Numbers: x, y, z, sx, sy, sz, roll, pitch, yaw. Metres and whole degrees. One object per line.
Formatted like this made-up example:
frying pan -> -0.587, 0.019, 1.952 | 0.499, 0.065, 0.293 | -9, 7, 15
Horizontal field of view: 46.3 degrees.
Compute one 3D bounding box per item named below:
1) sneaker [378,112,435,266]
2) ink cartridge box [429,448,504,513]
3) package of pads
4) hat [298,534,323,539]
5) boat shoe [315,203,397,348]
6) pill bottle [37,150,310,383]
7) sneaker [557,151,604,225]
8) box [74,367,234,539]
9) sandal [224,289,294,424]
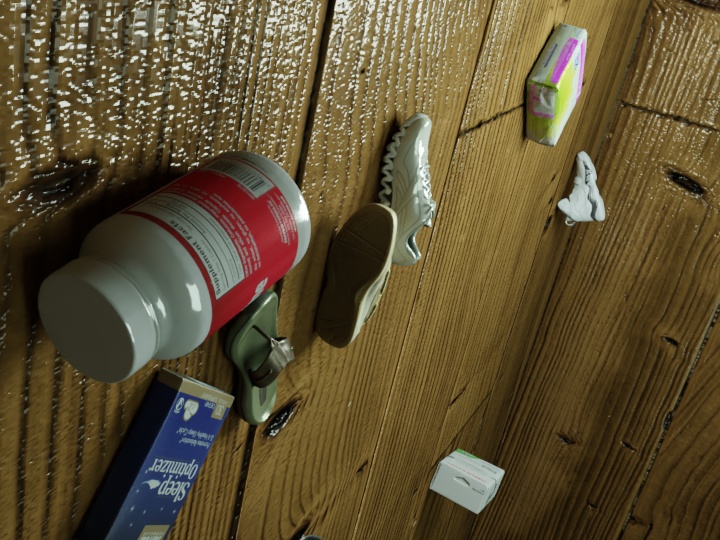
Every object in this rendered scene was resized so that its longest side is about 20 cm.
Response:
sneaker -> 0.064, -0.101, 1.081 | 0.075, 0.081, 0.200 | -19, 127, -62
ink cartridge box -> 0.285, 0.557, 2.244 | 0.200, 0.146, 0.084 | 4, 109, -68
package of pads -> 0.378, -0.352, 1.634 | 0.155, 0.068, 0.200 | -61, 159, -19
hat -> -0.135, 0.419, 1.120 | 0.201, 0.081, 0.201 | -45, 154, -29
boat shoe -> 0.000, 0.000, 1.043 | 0.069, 0.074, 0.200 | -38, 154, -59
pill bottle -> -0.133, -0.006, 0.626 | 0.200, 0.112, 0.112 | -43, 149, -49
sneaker -> 0.603, -0.224, 2.345 | 0.075, 0.115, 0.200 | -15, 90, -66
box -> -0.196, 0.197, 0.798 | 0.200, 0.032, 0.121 | -64, 160, -8
sandal -> -0.097, 0.096, 0.902 | 0.080, 0.057, 0.201 | -52, 155, -37
